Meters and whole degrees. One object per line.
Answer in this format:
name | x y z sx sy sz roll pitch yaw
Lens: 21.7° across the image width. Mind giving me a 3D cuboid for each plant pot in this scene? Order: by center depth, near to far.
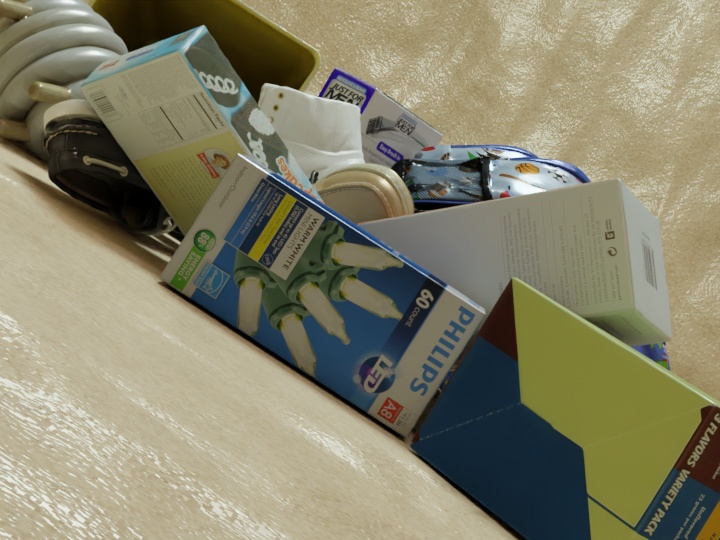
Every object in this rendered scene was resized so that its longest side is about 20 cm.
plant pot | -0.173 -0.148 1.715 0.200 0.200 0.176 32 -8 -1

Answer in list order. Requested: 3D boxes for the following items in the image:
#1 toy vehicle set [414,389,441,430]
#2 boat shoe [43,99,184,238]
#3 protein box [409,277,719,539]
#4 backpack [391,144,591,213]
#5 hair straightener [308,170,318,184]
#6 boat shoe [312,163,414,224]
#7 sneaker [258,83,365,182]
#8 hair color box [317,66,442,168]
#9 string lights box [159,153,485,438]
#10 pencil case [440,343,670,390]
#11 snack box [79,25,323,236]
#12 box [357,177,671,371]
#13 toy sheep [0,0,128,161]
toy vehicle set | 0.002 0.070 1.432 0.124 0.027 0.200 32 3 -21
boat shoe | -0.168 -0.060 1.439 0.200 0.074 0.061 40 41 -51
protein box | 0.182 0.133 1.229 0.200 0.135 0.198 29 4 -42
backpack | 0.117 -0.017 1.626 0.190 0.200 0.154 4 42 9
hair straightener | 0.000 0.000 1.542 0.077 0.041 0.200 17 -39 41
boat shoe | -0.042 -0.026 1.452 0.200 0.069 0.074 -21 -79 47
sneaker | -0.094 -0.097 1.569 0.199 0.116 0.074 -2 -7 -2
hair color box | -0.024 -0.063 1.649 0.065 0.200 0.109 33 2 40
string lights box | -0.024 0.016 1.287 0.200 0.103 0.059 32 3 3
pencil case | 0.161 0.083 1.537 0.199 0.087 0.078 -11 64 -28
snack box | -0.104 -0.075 1.368 0.116 0.037 0.200 -12 -59 44
box | 0.113 0.009 1.373 0.199 0.098 0.124 -9 -15 19
toy sheep | -0.250 -0.154 1.550 0.138 0.138 0.200 27 37 -63
